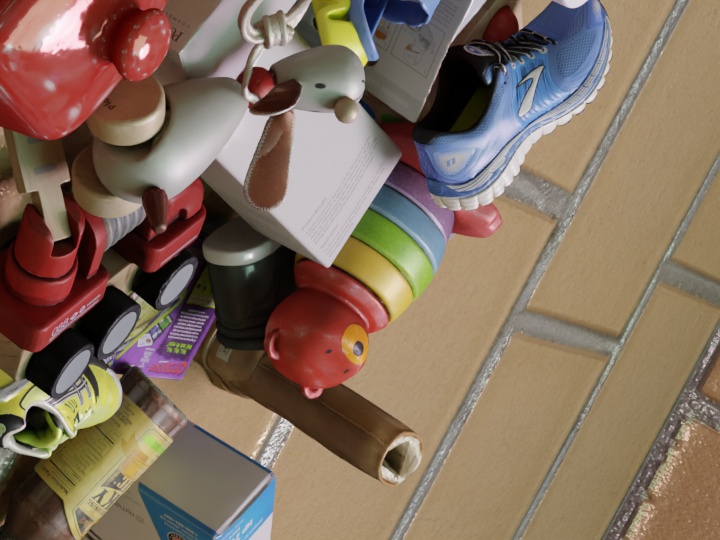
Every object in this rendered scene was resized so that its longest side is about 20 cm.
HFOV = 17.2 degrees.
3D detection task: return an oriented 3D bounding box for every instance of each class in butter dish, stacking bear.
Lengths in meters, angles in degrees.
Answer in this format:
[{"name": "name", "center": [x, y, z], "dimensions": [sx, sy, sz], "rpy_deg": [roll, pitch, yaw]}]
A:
[{"name": "butter dish", "center": [-0.173, -0.155, 1.356], "dimensions": [0.201, 0.147, 0.200], "rpy_deg": [-57, 160, -10]}, {"name": "stacking bear", "center": [0.000, 0.000, 1.795], "dimensions": [0.201, 0.113, 0.122], "rpy_deg": [-57, 139, -20]}]

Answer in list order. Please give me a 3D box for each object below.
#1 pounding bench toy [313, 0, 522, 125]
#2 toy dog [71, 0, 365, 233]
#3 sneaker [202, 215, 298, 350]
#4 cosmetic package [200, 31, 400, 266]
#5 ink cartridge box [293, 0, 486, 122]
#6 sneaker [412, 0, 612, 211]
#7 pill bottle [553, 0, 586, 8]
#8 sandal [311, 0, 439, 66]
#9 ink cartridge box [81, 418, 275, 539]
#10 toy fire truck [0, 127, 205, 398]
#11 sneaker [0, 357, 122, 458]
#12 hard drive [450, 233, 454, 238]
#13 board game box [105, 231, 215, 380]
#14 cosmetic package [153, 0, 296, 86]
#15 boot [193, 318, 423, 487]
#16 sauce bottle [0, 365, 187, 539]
[{"name": "pounding bench toy", "center": [0.044, -0.157, 1.857], "dimensions": [0.125, 0.155, 0.200], "rpy_deg": [-52, 159, -20]}, {"name": "toy dog", "center": [-0.082, -0.080, 1.460], "dimensions": [0.199, 0.097, 0.132], "rpy_deg": [-28, 151, -3]}, {"name": "sneaker", "center": [-0.062, 0.003, 1.865], "dimensions": [0.200, 0.070, 0.100], "rpy_deg": [-32, 127, -57]}, {"name": "cosmetic package", "center": [-0.065, -0.101, 1.687], "dimensions": [0.108, 0.085, 0.200], "rpy_deg": [-56, 143, -10]}, {"name": "ink cartridge box", "center": [0.029, -0.232, 1.693], "dimensions": [0.047, 0.160, 0.201], "rpy_deg": [-20, 141, -54]}, {"name": "sneaker", "center": [0.110, -0.139, 1.727], "dimensions": [0.200, 0.078, 0.089], "rpy_deg": [-51, 132, -22]}, {"name": "pill bottle", "center": [0.091, -0.277, 1.742], "dimensions": [0.114, 0.199, 0.115], "rpy_deg": [-48, 156, -29]}, {"name": "sandal", "center": [-0.001, -0.228, 1.634], "dimensions": [0.086, 0.202, 0.080], "rpy_deg": [-15, 162, 2]}, {"name": "ink cartridge box", "center": [-0.151, 0.211, 1.900], "dimensions": [0.086, 0.146, 0.201], "rpy_deg": [-45, 155, -37]}, {"name": "toy fire truck", "center": [-0.183, -0.050, 1.549], "dimensions": [0.176, 0.128, 0.201], "rpy_deg": [-41, 162, -42]}, {"name": "sneaker", "center": [-0.224, 0.098, 1.652], "dimensions": [0.075, 0.077, 0.200], "rpy_deg": [-41, 160, 16]}, {"name": "hard drive", "center": [0.023, -0.017, 2.007], "dimensions": [0.200, 0.033, 0.140], "rpy_deg": [-41, -169, 9]}, {"name": "board game box", "center": [-0.159, 0.022, 1.802], "dimensions": [0.121, 0.032, 0.200], "rpy_deg": [-65, 160, 4]}, {"name": "cosmetic package", "center": [-0.090, -0.211, 1.538], "dimensions": [0.201, 0.107, 0.085], "rpy_deg": [-54, 158, -20]}, {"name": "boot", "center": [-0.035, 0.114, 1.968], "dimensions": [0.066, 0.199, 0.175], "rpy_deg": [-60, 160, 2]}, {"name": "sauce bottle", "center": [-0.216, 0.163, 1.783], "dimensions": [0.200, 0.065, 0.065], "rpy_deg": [-47, 159, -3]}]
